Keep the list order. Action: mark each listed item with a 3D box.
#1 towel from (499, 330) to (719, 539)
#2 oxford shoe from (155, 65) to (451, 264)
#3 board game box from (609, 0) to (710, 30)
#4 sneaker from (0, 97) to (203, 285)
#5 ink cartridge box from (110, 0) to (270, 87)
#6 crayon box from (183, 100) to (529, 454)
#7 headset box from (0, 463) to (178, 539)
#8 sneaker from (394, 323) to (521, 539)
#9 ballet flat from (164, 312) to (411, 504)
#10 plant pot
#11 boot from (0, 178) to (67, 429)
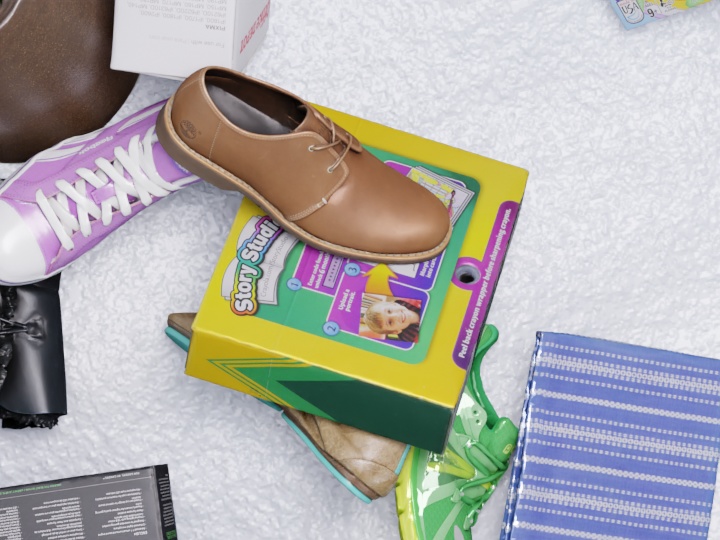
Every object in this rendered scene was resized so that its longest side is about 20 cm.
[{"bbox_3d":[0.164,0.147,1.645,0.144,0.024,0.201,10,87,-16],"label":"towel"},{"bbox_3d":[-0.026,-0.065,1.567,0.199,0.071,0.072,25,54,-13],"label":"oxford shoe"},{"bbox_3d":[0.222,-0.243,1.604,0.199,0.034,0.135,-18,114,38],"label":"board game box"},{"bbox_3d":[-0.155,-0.061,1.618,0.200,0.114,0.073,-36,101,-20],"label":"sneaker"},{"bbox_3d":[-0.100,-0.234,1.610,0.085,0.148,0.201,9,110,5],"label":"ink cartridge box"},{"bbox_3d":[0.000,0.000,1.621,0.172,0.058,0.201,17,54,5],"label":"crayon box"},{"bbox_3d":[-0.198,0.236,1.642,0.173,0.093,0.201,-9,86,2],"label":"headset box"},{"bbox_3d":[0.064,0.125,1.647,0.083,0.074,0.201,-2,86,7],"label":"sneaker"},{"bbox_3d":[-0.039,0.068,1.640,0.200,0.068,0.072,37,86,31],"label":"ballet flat"},{"bbox_3d":[-0.241,-0.173,1.619,0.186,0.200,0.188,0,86,3],"label":"plant pot"},{"bbox_3d":[-0.287,0.021,1.668,0.199,0.076,0.169,5,82,-3],"label":"boot"}]
